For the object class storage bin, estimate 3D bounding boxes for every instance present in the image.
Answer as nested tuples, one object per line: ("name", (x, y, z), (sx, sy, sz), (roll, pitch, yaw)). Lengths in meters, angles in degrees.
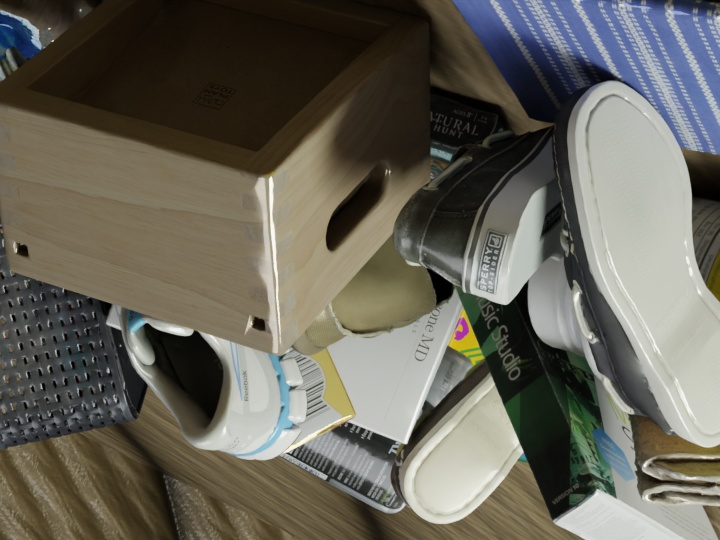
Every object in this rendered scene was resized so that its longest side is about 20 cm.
("storage bin", (-0.204, -0.003, 1.427), (0.093, 0.201, 0.135), (-13, -166, 3))

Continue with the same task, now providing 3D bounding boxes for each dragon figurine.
("dragon figurine", (-0.184, -0.135, 1.247), (0.099, 0.059, 0.200), (20, 167, 7))

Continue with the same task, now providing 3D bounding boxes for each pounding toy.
("pounding toy", (-0.046, -0.051, 1.102), (0.183, 0.200, 0.143), (16, 129, 24))

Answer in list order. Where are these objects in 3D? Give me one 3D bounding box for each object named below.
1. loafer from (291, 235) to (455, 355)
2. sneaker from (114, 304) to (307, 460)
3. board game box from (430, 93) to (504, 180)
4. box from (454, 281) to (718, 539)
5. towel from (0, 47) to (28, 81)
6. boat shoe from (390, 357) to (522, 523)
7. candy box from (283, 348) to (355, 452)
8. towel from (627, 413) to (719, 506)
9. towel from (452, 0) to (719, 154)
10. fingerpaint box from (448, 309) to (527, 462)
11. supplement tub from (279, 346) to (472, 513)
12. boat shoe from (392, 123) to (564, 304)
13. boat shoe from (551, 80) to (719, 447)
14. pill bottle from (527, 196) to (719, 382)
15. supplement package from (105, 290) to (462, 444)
("loafer", (0.000, 0.000, 1.225), (0.067, 0.076, 0.200), (-22, 177, 16))
("sneaker", (-0.100, 0.007, 1.159), (0.201, 0.075, 0.087), (59, -158, 14))
("board game box", (-0.008, -0.080, 1.248), (0.199, 0.028, 0.135), (19, 167, 17))
("box", (0.124, 0.076, 1.247), (0.144, 0.036, 0.201), (33, -154, -45))
("towel", (-0.305, -0.172, 1.335), (0.199, 0.048, 0.171), (19, 164, 14))
("boat shoe", (0.100, 0.077, 1.391), (0.072, 0.200, 0.060), (50, 172, -14))
("candy box", (-0.081, 0.003, 1.275), (0.201, 0.056, 0.117), (65, 161, -6))
("towel", (0.208, 0.072, 1.218), (0.132, 0.035, 0.200), (2, -157, 0))
("towel", (0.142, -0.090, 0.988), (0.199, 0.024, 0.145), (13, 163, 28))
("fingerpaint box", (0.041, 0.076, 1.708), (0.199, 0.074, 0.167), (10, 162, 43))
("supplement tub", (-0.034, 0.069, 1.525), (0.199, 0.123, 0.123), (29, 167, 1))
("boat shoe", (0.068, -0.038, 1.073), (0.063, 0.071, 0.200), (17, -164, 14))
("boat shoe", (0.125, -0.003, 1.048), (0.060, 0.074, 0.200), (14, 142, 47))
("pill bottle", (0.189, 0.021, 1.151), (0.199, 0.110, 0.109), (13, 164, 36))
("supplement package", (-0.040, 0.009, 1.398), (0.199, 0.122, 0.120), (22, -174, -1))
